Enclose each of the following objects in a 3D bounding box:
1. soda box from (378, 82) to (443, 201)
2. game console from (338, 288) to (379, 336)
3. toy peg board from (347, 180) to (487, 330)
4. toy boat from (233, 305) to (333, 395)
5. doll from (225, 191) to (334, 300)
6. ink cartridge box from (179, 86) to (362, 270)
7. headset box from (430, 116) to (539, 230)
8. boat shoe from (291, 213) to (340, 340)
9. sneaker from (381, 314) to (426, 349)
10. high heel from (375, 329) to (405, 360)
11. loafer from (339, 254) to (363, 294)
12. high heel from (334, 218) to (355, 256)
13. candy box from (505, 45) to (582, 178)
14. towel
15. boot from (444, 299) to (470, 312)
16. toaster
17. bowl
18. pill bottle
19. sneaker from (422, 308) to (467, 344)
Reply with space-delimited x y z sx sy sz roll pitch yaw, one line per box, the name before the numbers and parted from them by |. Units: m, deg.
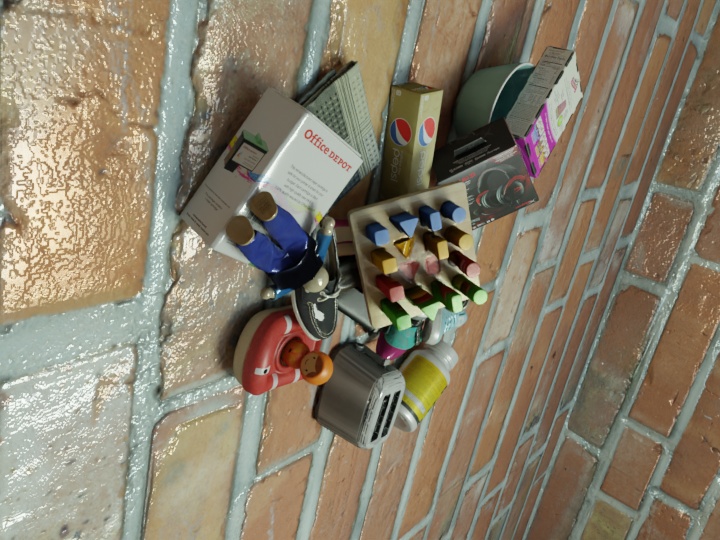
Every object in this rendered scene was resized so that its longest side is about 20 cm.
soda box | 0.083 -0.210 1.103 0.067 0.064 0.202 -25 130 -45
game console | 0.031 0.009 1.218 0.175 0.116 0.201 35 80 -27
toy peg board | 0.103 -0.014 1.018 0.198 0.098 0.201 -17 111 -13
toy boat | -0.098 0.133 1.008 0.199 0.130 0.132 -8 118 -53
doll | -0.087 -0.022 0.830 0.136 0.048 0.200 -45 148 -5
ink cartridge box | -0.110 -0.108 0.837 0.201 0.084 0.145 -54 148 5
headset box | 0.221 -0.173 1.165 0.147 0.076 0.200 -24 145 15
boat shoe | -0.059 0.010 0.955 0.074 0.060 0.202 -18 107 -46
sneaker | 0.088 0.092 1.202 0.200 0.083 0.122 -56 166 -79
high heel | 0.086 0.091 1.307 0.097 0.067 0.201 95 21 -45
loafer | 0.000 0.000 1.097 0.198 0.073 0.072 -15 115 -29
high heel | -0.019 -0.042 1.038 0.199 0.095 0.068 -23 130 -47
candy box | 0.344 -0.298 1.228 0.201 0.061 0.136 -58 147 -10
towel | -0.051 -0.184 0.964 0.193 0.034 0.201 -46 146 -23
boot | 0.145 -0.034 1.144 0.150 0.072 0.202 33 53 -66
toaster | -0.002 0.246 1.227 0.113 0.128 0.202 -1 112 -54
bowl | 0.250 -0.305 1.242 0.200 0.104 0.203 -35 138 -39
pill bottle | 0.130 0.248 1.437 0.200 0.111 0.112 -48 144 -25
sneaker | 0.175 0.088 1.294 0.200 0.081 0.075 -65 172 -59
